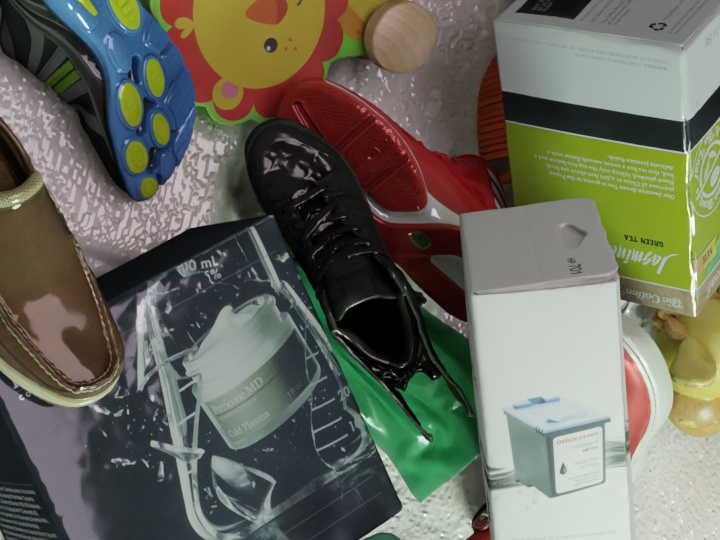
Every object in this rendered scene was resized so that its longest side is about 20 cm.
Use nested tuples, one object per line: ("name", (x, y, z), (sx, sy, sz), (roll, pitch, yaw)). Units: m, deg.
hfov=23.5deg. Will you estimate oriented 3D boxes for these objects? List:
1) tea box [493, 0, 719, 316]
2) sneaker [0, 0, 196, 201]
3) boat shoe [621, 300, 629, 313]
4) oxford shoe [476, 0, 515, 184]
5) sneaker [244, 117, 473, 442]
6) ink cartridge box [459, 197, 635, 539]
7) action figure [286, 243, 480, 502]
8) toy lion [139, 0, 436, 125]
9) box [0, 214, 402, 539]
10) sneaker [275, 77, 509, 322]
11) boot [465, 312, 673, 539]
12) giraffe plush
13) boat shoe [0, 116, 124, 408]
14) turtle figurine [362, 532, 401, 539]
("tea box", (0.197, -0.113, 1.137), (0.200, 0.133, 0.198), (-46, 138, -40))
("sneaker", (-0.162, -0.132, 1.020), (0.071, 0.082, 0.200), (-48, 126, -31))
("boat shoe", (0.143, 0.044, 1.200), (0.200, 0.070, 0.066), (-53, 149, -22))
("oxford shoe", (0.137, -0.146, 1.201), (0.073, 0.071, 0.202), (26, 74, -32))
("sneaker", (-0.003, 0.001, 1.020), (0.060, 0.104, 0.201), (-30, 101, 1))
("ink cartridge box", (0.109, 0.077, 1.000), (0.085, 0.147, 0.202), (-7, 109, 4))
("action figure", (0.009, 0.043, 1.110), (0.200, 0.055, 0.118), (44, 109, -8))
("toy lion", (-0.047, -0.193, 1.076), (0.190, 0.069, 0.202), (-8, 111, -27))
("box", (-0.113, 0.100, 1.009), (0.199, 0.124, 0.198), (-30, 101, -28))
("sneaker", (0.026, -0.059, 1.125), (0.200, 0.078, 0.116), (47, 21, -16))
("boot", (0.128, 0.122, 1.129), (0.144, 0.072, 0.201), (-37, 150, -24))
("giraffe plush", (0.283, 0.072, 1.242), (0.161, 0.173, 0.202), (8, 94, -9))
("boat shoe", (-0.186, -0.022, 0.881), (0.075, 0.075, 0.203), (-35, 90, -29))
("turtle figurine", (0.000, 0.224, 1.030), (0.100, 0.201, 0.150), (34, 23, 8))
